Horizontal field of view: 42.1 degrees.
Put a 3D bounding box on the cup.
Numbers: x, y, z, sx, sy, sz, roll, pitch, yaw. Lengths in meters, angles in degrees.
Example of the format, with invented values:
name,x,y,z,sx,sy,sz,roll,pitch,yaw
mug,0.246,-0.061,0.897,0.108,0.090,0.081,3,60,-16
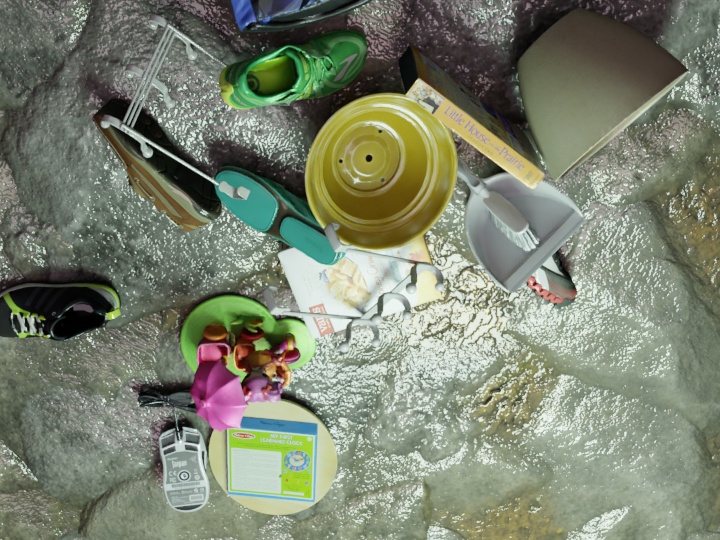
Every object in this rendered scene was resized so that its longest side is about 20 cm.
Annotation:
name,x,y,z,sx,sy,sz,roll,pitch,yaw
cup,0.272,-0.228,1.133,0.199,0.200,0.144,-39,85,15

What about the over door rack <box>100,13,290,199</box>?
name,x,y,z,sx,sy,sz,roll,pitch,yaw
over door rack,-0.202,-0.194,1.147,0.198,0.066,0.150,28,80,-27

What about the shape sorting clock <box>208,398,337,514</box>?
name,x,y,z,sx,sy,sz,roll,pitch,yaw
shape sorting clock,-0.132,0.282,1.418,0.196,0.039,0.204,2,116,5

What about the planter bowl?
name,x,y,z,sx,sy,sz,roll,pitch,yaw
planter bowl,0.019,-0.134,1.198,0.196,0.084,0.204,-5,113,-13

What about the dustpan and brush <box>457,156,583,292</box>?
name,x,y,z,sx,sy,sz,roll,pitch,yaw
dustpan and brush,0.170,-0.087,1.202,0.140,0.200,0.057,-44,143,4

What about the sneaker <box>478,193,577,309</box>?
name,x,y,z,sx,sy,sz,roll,pitch,yaw
sneaker,0.239,-0.030,1.273,0.200,0.071,0.098,41,109,-18

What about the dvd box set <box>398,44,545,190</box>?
name,x,y,z,sx,sy,sz,roll,pitch,yaw
dvd box set,0.134,-0.190,1.152,0.198,0.147,0.030,33,112,-18

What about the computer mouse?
name,x,y,z,sx,sy,sz,roll,pitch,yaw
computer mouse,-0.270,0.268,1.405,0.107,0.044,0.204,-4,110,-6

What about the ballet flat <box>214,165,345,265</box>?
name,x,y,z,sx,sy,sz,roll,pitch,yaw
ballet flat,-0.101,-0.075,1.230,0.198,0.070,0.068,33,116,4

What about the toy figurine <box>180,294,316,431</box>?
name,x,y,z,sx,sy,sz,roll,pitch,yaw
toy figurine,-0.156,0.144,1.273,0.196,0.185,0.153,3,116,-5

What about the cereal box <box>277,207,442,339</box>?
name,x,y,z,sx,sy,sz,roll,pitch,yaw
cereal box,0.000,0.000,1.292,0.197,0.040,0.146,-19,116,6

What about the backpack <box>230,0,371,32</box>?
name,x,y,z,sx,sy,sz,roll,pitch,yaw
backpack,-0.054,-0.365,1.051,0.196,0.163,0.171,-13,112,4

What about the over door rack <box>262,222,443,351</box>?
name,x,y,z,sx,sy,sz,roll,pitch,yaw
over door rack,-0.005,0.033,1.194,0.198,0.067,0.148,20,130,-39

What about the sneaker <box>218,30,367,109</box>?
name,x,y,z,sx,sy,sz,roll,pitch,yaw
sneaker,-0.071,-0.238,1.129,0.197,0.083,0.075,-24,107,-22

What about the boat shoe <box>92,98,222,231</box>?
name,x,y,z,sx,sy,sz,roll,pitch,yaw
boat shoe,-0.269,-0.125,1.202,0.073,0.076,0.200,-33,108,32

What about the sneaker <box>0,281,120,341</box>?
name,x,y,z,sx,sy,sz,roll,pitch,yaw
sneaker,-0.423,0.059,1.273,0.196,0.083,0.073,-11,115,2
